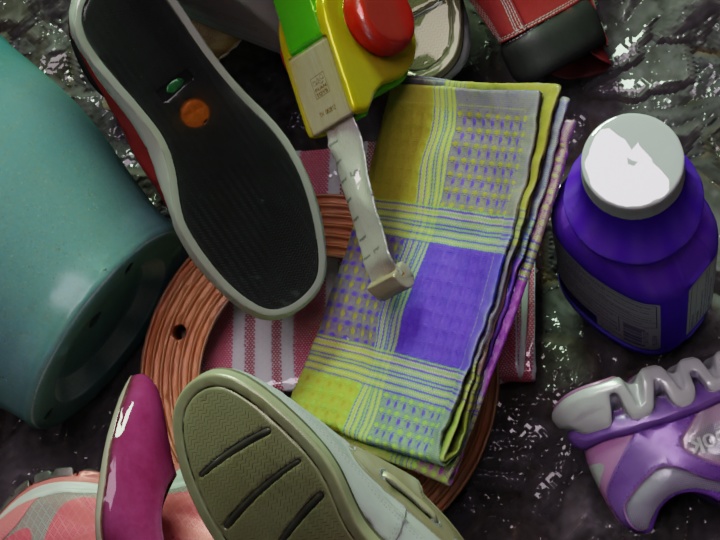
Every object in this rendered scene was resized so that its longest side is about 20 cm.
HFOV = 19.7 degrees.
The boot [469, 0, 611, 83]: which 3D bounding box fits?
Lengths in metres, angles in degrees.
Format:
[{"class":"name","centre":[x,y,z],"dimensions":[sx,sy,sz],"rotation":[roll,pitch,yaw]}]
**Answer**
[{"class":"boot","centre":[0.114,-0.192,1.191],"dimensions":[0.072,0.144,0.200],"rotation":[-22,20,43]}]

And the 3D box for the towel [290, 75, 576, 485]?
[{"class":"towel","centre":[0.032,-0.004,1.045],"dimensions":[0.144,0.023,0.200],"rotation":[16,87,53]}]

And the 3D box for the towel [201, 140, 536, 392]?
[{"class":"towel","centre":[0.000,0.000,1.152],"dimensions":[0.199,0.030,0.147],"rotation":[-4,67,14]}]

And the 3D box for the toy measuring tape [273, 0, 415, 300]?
[{"class":"toy measuring tape","centre":[0.006,-0.085,1.064],"dimensions":[0.073,0.074,0.200],"rotation":[-19,81,6]}]

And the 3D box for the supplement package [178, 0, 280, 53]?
[{"class":"supplement package","centre":[-0.081,-0.209,1.100],"dimensions":[0.121,0.200,0.120],"rotation":[24,87,27]}]

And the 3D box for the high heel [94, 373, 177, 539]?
[{"class":"high heel","centre":[-0.080,0.150,0.992],"dimensions":[0.096,0.067,0.201],"rotation":[2,79,-4]}]

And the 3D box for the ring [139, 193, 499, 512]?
[{"class":"ring","centre":[-0.023,0.058,1.110],"dimensions":[0.200,0.019,0.201],"rotation":[-2,81,14]}]

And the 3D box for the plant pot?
[{"class":"plant pot","centre":[-0.206,-0.020,1.134],"dimensions":[0.188,0.200,0.200],"rotation":[34,78,11]}]

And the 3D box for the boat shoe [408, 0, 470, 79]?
[{"class":"boat shoe","centre":[0.008,-0.181,1.207],"dimensions":[0.075,0.068,0.200],"rotation":[-30,64,4]}]

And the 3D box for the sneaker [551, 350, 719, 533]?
[{"class":"sneaker","centre":[0.201,0.080,1.035],"dimensions":[0.200,0.080,0.089],"rotation":[-15,80,0]}]

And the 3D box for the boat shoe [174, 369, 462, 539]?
[{"class":"boat shoe","centre":[-0.008,0.123,0.986],"dimensions":[0.075,0.068,0.200],"rotation":[-41,91,24]}]

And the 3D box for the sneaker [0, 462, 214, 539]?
[{"class":"sneaker","centre":[-0.123,0.148,1.061],"dimensions":[0.200,0.074,0.087],"rotation":[-17,34,22]}]

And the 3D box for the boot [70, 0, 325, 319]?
[{"class":"boot","centre":[-0.089,-0.069,1.106],"dimensions":[0.072,0.144,0.200],"rotation":[-32,99,-7]}]

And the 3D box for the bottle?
[{"class":"bottle","centre":[0.135,-0.019,1.020],"dimensions":[0.083,0.200,0.065],"rotation":[38,81,18]}]

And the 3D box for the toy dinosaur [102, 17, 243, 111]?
[{"class":"toy dinosaur","centre":[-0.112,-0.125,1.210],"dimensions":[0.101,0.058,0.200],"rotation":[-3,54,28]}]
